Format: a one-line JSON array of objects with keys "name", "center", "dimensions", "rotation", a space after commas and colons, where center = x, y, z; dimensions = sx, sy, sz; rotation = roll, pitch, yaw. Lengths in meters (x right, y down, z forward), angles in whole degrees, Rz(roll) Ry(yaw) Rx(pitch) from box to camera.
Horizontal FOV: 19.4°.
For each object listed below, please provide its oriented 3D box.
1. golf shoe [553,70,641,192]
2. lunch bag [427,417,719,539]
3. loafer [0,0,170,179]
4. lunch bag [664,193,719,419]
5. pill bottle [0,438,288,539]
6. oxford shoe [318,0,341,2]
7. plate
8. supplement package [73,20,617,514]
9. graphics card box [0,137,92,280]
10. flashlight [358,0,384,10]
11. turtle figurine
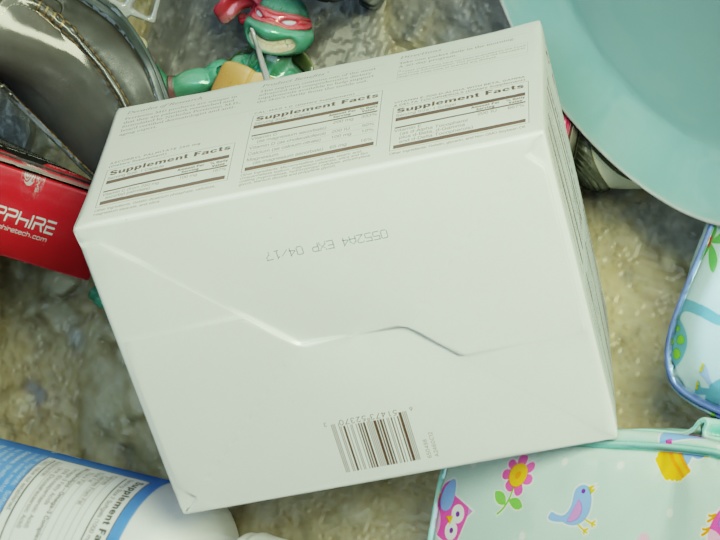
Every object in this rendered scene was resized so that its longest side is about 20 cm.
[{"name": "golf shoe", "center": [0.128, -0.137, 0.996], "dimensions": [0.088, 0.077, 0.201], "rotation": [3, 92, 12]}, {"name": "lunch bag", "center": [0.118, 0.143, 0.920], "dimensions": [0.200, 0.077, 0.161], "rotation": [0, 79, 44]}, {"name": "loafer", "center": [-0.162, -0.110, 0.990], "dimensions": [0.200, 0.072, 0.073], "rotation": [51, 127, 7]}, {"name": "lunch bag", "center": [0.236, -0.006, 0.930], "dimensions": [0.160, 0.082, 0.201], "rotation": [20, 89, 21]}, {"name": "pill bottle", "center": [-0.126, 0.150, 1.016], "dimensions": [0.199, 0.112, 0.113], "rotation": [12, 87, 19]}, {"name": "oxford shoe", "center": [-0.047, -0.221, 1.001], "dimensions": [0.073, 0.084, 0.200], "rotation": [-40, 48, 15]}, {"name": "plate", "center": [0.126, -0.107, 0.876], "dimensions": [0.026, 0.200, 0.200], "rotation": [-35, 70, -22]}, {"name": "supplement package", "center": [0.000, 0.000, 0.925], "dimensions": [0.199, 0.111, 0.156], "rotation": [-11, 120, 11]}, {"name": "graphics card box", "center": [-0.226, -0.058, 1.037], "dimensions": [0.200, 0.125, 0.051], "rotation": [26, 95, 41]}, {"name": "flashlight", "center": [0.034, -0.229, 1.039], "dimensions": [0.068, 0.068, 0.200], "rotation": [33, 94, 35]}, {"name": "turtle figurine", "center": [-0.063, -0.064, 1.031], "dimensions": [0.149, 0.101, 0.201], "rotation": [24, 106, 35]}]
